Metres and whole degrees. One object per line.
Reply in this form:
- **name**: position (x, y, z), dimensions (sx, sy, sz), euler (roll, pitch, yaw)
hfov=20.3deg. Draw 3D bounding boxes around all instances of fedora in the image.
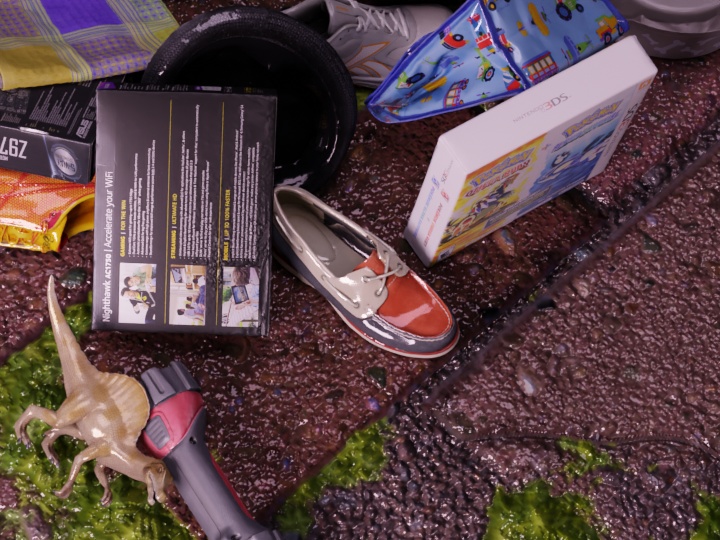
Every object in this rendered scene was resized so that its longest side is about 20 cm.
- **fedora**: position (-0.105, -0.146, 1.734), dimensions (0.199, 0.202, 0.092), euler (-15, 28, -13)

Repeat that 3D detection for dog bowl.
- **dog bowl**: position (0.290, -0.285, 1.891), dimensions (0.198, 0.059, 0.201), euler (2, 59, -3)

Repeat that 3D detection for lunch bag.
- **lunch bag**: position (0.106, -0.184, 1.744), dimensions (0.150, 0.200, 0.095), euler (-32, 93, -40)

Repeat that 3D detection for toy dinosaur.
- **toy dinosaur**: position (-0.217, 0.112, 1.589), dimensions (0.101, 0.058, 0.201), euler (-35, 75, 6)

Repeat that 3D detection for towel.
- **towel**: position (-0.252, -0.211, 1.759), dimensions (0.199, 0.023, 0.144), euler (-10, 41, -25)

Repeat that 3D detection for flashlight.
- **flashlight**: position (-0.117, 0.168, 1.588), dimensions (0.067, 0.068, 0.201), euler (-29, 70, -19)

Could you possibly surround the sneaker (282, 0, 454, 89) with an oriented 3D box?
- **sneaker**: position (-0.003, -0.211, 1.804), dimensions (0.198, 0.092, 0.076), euler (-14, 61, -13)

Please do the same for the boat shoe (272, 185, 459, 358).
- **boat shoe**: position (0.000, 0.000, 1.695), dimensions (0.199, 0.063, 0.071), euler (36, 61, 15)

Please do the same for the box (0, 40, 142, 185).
- **box**: position (-0.283, -0.160, 1.739), dimensions (0.159, 0.044, 0.201), euler (11, 37, 2)

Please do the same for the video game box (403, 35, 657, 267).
- **video game box**: position (0.141, -0.098, 1.694), dimensions (0.199, 0.183, 0.047), euler (-29, 71, -19)

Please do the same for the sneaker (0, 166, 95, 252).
- **sneaker**: position (-0.288, -0.051, 1.698), dimensions (0.198, 0.073, 0.078), euler (-11, 62, -9)

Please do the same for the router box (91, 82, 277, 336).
- **router box**: position (-0.144, -0.050, 1.652), dimensions (0.148, 0.051, 0.202), euler (2, 101, -4)
